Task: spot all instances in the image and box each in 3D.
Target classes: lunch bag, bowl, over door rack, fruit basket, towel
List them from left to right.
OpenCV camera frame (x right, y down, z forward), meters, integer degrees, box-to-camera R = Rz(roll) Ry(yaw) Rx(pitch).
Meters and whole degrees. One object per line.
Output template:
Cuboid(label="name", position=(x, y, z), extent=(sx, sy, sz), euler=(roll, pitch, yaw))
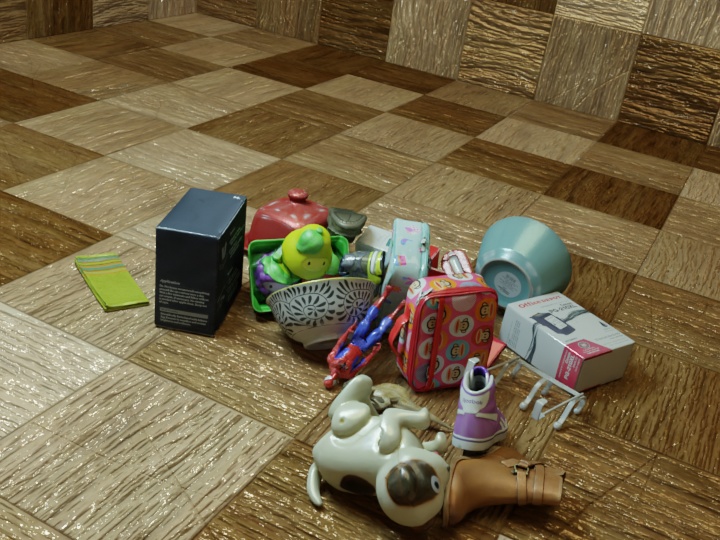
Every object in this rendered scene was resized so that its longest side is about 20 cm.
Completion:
Cuboid(label="towel", position=(-0.479, 0.018, 1.582), extent=(0.086, 0.018, 0.200), euler=(-11, 33, -31))
Cuboid(label="fruit basket", position=(-0.107, -0.005, 1.544), extent=(0.215, 0.156, 0.216), euler=(-4, 1, 0))
Cuboid(label="bowl", position=(-0.062, 0.086, 1.456), extent=(0.201, 0.094, 0.201), euler=(-8, -15, -2))
Cuboid(label="lunch bag", position=(0.080, 0.009, 1.516), extent=(0.077, 0.200, 0.160), euler=(11, 46, -1))
Cuboid(label="lunch bag", position=(0.134, 0.105, 1.396), extent=(0.176, 0.200, 0.082), euler=(-5, 29, -18))
Cuboid(label="bowl", position=(0.311, 0.002, 1.658), extent=(0.201, 0.201, 0.105), euler=(23, 39, 25))
Cuboid(label="over door rack", position=(0.271, 0.203, 1.372), extent=(0.148, 0.067, 0.200), euler=(29, 13, 33))

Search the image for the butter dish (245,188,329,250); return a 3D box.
Cuboid(label="butter dish", position=(-0.141, -0.105, 1.775), extent=(0.199, 0.148, 0.200), euler=(24, 31, 26))

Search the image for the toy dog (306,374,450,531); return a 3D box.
Cuboid(label="toy dog", position=(0.033, 0.261, 1.118), extent=(0.194, 0.140, 0.200), euler=(-35, 38, -25))

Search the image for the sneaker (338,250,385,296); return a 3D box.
Cuboid(label="sneaker", position=(0.000, 0.000, 1.531), extent=(0.081, 0.074, 0.200), euler=(11, -16, -1))

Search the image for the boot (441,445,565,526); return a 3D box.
Cuboid(label="boot", position=(0.202, 0.307, 1.155), extent=(0.155, 0.074, 0.200), euler=(13, 24, 20))

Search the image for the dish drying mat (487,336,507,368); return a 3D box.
Cuboid(label="dish drying mat", position=(0.169, 0.123, 1.547), extent=(0.200, 0.018, 0.077), euler=(27, 57, 29))

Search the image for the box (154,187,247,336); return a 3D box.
Cuboid(label="box", position=(-0.290, -0.020, 1.512), extent=(0.117, 0.200, 0.197), euler=(10, 27, 3))

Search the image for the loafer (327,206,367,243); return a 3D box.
Cuboid(label="loafer", position=(-0.030, -0.086, 1.674), extent=(0.076, 0.067, 0.200), euler=(5, 10, -5))

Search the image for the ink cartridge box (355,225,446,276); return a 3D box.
Cuboid(label="ink cartridge box", position=(0.090, -0.001, 1.665), extent=(0.200, 0.116, 0.067), euler=(20, 43, 21))

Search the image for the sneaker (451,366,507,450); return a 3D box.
Cuboid(label="sneaker", position=(0.190, 0.202, 1.264), extent=(0.073, 0.114, 0.200), euler=(5, 0, 14))

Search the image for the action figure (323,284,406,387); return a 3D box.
Cuboid(label="action figure", position=(0.003, 0.117, 1.394), extent=(0.065, 0.200, 0.052), euler=(39, -8, -7))

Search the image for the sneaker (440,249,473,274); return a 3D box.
Cuboid(label="sneaker", position=(0.224, 0.063, 1.639), extent=(0.078, 0.116, 0.200), euler=(-18, 62, 14))

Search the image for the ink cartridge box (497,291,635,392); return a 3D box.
Cuboid(label="ink cartridge box", position=(0.380, 0.130, 1.543), extent=(0.145, 0.084, 0.200), euler=(-11, 33, -34))

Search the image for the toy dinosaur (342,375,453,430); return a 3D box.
Cuboid(label="toy dinosaur", position=(0.049, 0.212, 1.320), extent=(0.200, 0.058, 0.101), euler=(21, 29, 23))
